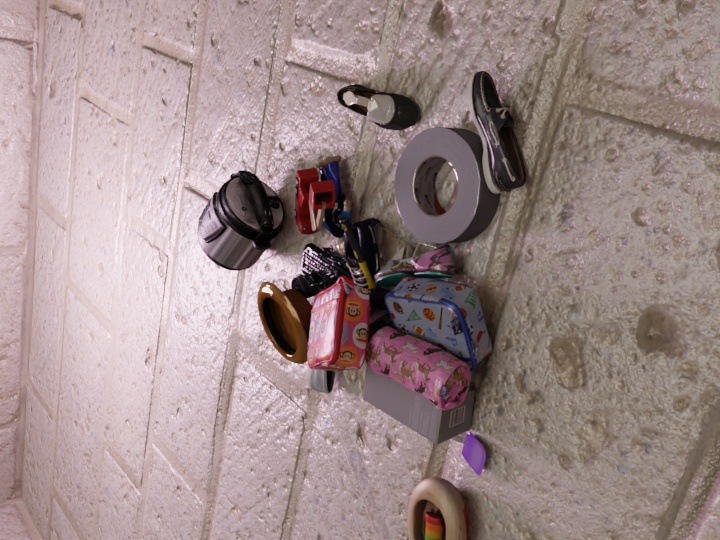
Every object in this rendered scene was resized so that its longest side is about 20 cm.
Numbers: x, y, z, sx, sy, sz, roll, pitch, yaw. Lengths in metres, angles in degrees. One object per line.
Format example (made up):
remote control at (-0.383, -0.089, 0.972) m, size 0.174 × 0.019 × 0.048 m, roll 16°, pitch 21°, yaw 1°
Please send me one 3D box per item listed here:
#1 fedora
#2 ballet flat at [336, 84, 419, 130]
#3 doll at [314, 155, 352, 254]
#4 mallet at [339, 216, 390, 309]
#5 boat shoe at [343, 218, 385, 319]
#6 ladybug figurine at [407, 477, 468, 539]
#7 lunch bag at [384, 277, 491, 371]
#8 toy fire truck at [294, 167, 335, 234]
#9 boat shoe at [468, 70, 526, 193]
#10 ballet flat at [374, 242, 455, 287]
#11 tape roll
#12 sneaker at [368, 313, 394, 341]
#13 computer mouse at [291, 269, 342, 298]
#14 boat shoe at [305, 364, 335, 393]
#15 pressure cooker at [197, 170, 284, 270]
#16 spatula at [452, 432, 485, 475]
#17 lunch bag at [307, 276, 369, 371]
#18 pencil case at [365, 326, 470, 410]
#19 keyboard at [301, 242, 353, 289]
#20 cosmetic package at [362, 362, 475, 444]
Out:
fedora at (-0.157, 0.109, 1.536) m, size 0.199 × 0.081 × 0.205 m, roll 33°, pitch 136°, yaw 38°
ballet flat at (0.025, -0.318, 1.320) m, size 0.198 × 0.067 × 0.070 m, roll 27°, pitch 113°, yaw 41°
doll at (-0.050, -0.134, 1.430) m, size 0.136 × 0.047 × 0.206 m, roll -14°, pitch 86°, yaw 62°
mallet at (-0.002, -0.012, 1.285) m, size 0.065 × 0.041 × 0.203 m, roll -1°, pitch 124°, yaw 49°
boat shoe at (0.000, 0.000, 1.357) m, size 0.073 × 0.092 × 0.206 m, roll 1°, pitch 96°, yaw 30°
ladybug figurine at (0.152, 0.486, 1.279) m, size 0.134 × 0.071 × 0.206 m, roll 13°, pitch 104°, yaw 45°
lunch bag at (0.141, 0.099, 1.218) m, size 0.197 × 0.075 × 0.164 m, roll 12°, pitch 129°, yaw 47°
toy fire truck at (-0.098, -0.134, 1.418) m, size 0.203 × 0.047 × 0.143 m, roll 99°, pitch 156°, yaw -48°
boat shoe at (0.227, -0.232, 1.115) m, size 0.059 × 0.073 × 0.206 m, roll -9°, pitch 91°, yaw 46°
ballet flat at (0.104, -0.014, 1.279) m, size 0.198 × 0.068 × 0.073 m, roll -11°, pitch 69°, yaw 50°
tape roll at (0.152, -0.150, 1.209) m, size 0.197 × 0.065 × 0.207 m, roll 7°, pitch 100°, yaw 46°
sneaker at (0.014, 0.142, 1.376) m, size 0.199 × 0.081 × 0.072 m, roll -35°, pitch 70°, yaw 42°
computer mouse at (-0.093, 0.024, 1.493) m, size 0.198 × 0.034 × 0.060 m, roll -14°, pitch 103°, yaw 53°
boat shoe at (-0.068, 0.174, 1.487) m, size 0.070 × 0.070 × 0.206 m, roll 18°, pitch 107°, yaw 23°
pressure cooker at (-0.273, -0.123, 1.584) m, size 0.175 × 0.180 × 0.200 m, roll 38°, pitch 130°, yaw -10°
spatula at (0.164, 0.305, 1.281) m, size 0.198 × 0.020 × 0.058 m, roll 34°, pitch 119°, yaw 40°
lunch bag at (-0.041, 0.099, 1.296) m, size 0.200 × 0.080 × 0.181 m, roll 150°, pitch 129°, yaw -67°
pencil case at (0.097, 0.169, 1.194) m, size 0.198 × 0.086 × 0.085 m, roll 23°, pitch 136°, yaw 42°
keyboard at (-0.072, 0.000, 1.481) m, size 0.198 × 0.039 × 0.107 m, roll 31°, pitch 117°, yaw 39°
cosmetic package at (0.106, 0.234, 1.274) m, size 0.198 × 0.105 × 0.093 m, roll 20°, pitch 111°, yaw 45°
